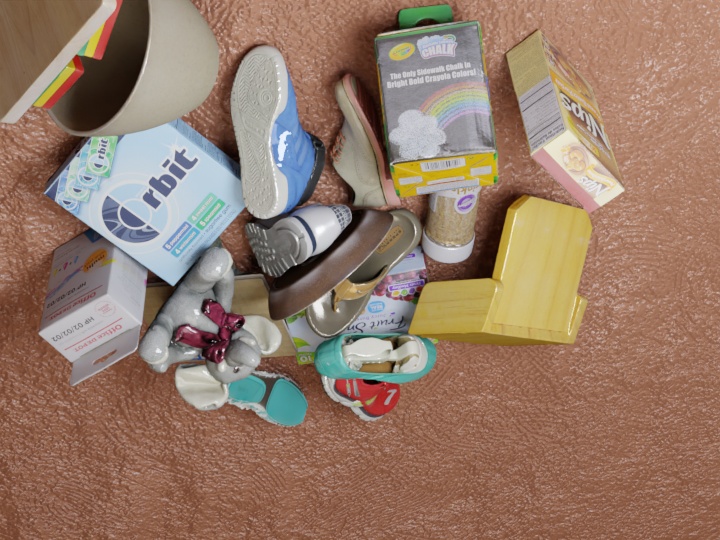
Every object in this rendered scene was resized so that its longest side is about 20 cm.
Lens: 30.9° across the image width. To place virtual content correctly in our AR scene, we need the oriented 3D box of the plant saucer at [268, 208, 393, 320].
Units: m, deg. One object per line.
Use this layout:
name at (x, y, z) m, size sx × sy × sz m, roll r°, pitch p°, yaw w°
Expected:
plant saucer at (-0.045, -0.015, 1.625) m, size 0.199 × 0.201 × 0.032 m, roll -35°, pitch 104°, yaw 24°

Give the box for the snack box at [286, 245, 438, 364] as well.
snack box at (-0.001, 0.049, 1.768) m, size 0.198 × 0.053 × 0.143 m, roll -9°, pitch 133°, yaw 4°

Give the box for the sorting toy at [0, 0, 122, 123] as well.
sorting toy at (-0.327, -0.289, 1.368) m, size 0.198 × 0.201 × 0.069 m, roll -38°, pitch 153°, yaw 32°

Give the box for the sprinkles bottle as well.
sprinkles bottle at (0.119, -0.105, 1.632) m, size 0.067 × 0.069 × 0.201 m, roll 1°, pitch 131°, yaw -5°

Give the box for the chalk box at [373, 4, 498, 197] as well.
chalk box at (0.084, -0.202, 1.486) m, size 0.123 × 0.202 × 0.124 m, roll -7°, pitch 165°, yaw 4°

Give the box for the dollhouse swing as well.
dollhouse swing at (0.187, 0.003, 1.709) m, size 0.181 × 0.178 × 0.199 m, roll -4°, pitch 171°, yaw 44°

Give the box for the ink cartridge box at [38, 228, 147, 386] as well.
ink cartridge box at (-0.333, 0.034, 1.631) m, size 0.114 × 0.201 × 0.068 m, roll -28°, pitch 128°, yaw 19°

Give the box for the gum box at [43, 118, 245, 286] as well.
gum box at (-0.253, -0.102, 1.587) m, size 0.199 × 0.045 × 0.170 m, roll 38°, pitch 110°, yaw -21°

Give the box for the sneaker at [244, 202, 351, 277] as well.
sneaker at (-0.081, -0.044, 1.627) m, size 0.080 × 0.199 × 0.077 m, roll -33°, pitch 104°, yaw -24°

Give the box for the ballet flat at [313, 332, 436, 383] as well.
ballet flat at (0.035, 0.112, 1.707) m, size 0.198 × 0.068 × 0.070 m, roll 0°, pitch 165°, yaw -34°

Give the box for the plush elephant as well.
plush elephant at (-0.185, 0.087, 1.658) m, size 0.154 × 0.165 × 0.200 m, roll 37°, pitch 166°, yaw -8°

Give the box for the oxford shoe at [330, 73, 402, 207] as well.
oxford shoe at (-0.005, -0.148, 1.584) m, size 0.073 × 0.071 × 0.201 m, roll -12°, pitch 131°, yaw 10°

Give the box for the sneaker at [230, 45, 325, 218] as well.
sneaker at (-0.094, -0.170, 1.565) m, size 0.076 × 0.111 × 0.202 m, roll 2°, pitch 102°, yaw 29°

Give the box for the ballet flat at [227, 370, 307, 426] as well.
ballet flat at (-0.149, 0.166, 1.850) m, size 0.071 × 0.072 × 0.200 m, roll -28°, pitch 146°, yaw 19°

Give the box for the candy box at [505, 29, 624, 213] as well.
candy box at (0.232, -0.173, 1.492) m, size 0.055 × 0.201 × 0.115 m, roll -35°, pitch 126°, yaw 24°

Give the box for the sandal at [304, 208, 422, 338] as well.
sandal at (0.000, 0.000, 1.675) m, size 0.080 × 0.054 × 0.200 m, roll 44°, pitch 95°, yaw 0°

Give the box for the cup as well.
cup at (-0.240, -0.238, 1.429) m, size 0.142 × 0.201 × 0.200 m, roll 6°, pitch 138°, yaw -49°

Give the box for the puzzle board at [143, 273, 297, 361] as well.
puzzle board at (-0.198, 0.065, 1.764) m, size 0.198 × 0.018 × 0.151 m, roll -4°, pitch 134°, yaw 19°

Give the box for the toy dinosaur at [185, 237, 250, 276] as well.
toy dinosaur at (-0.213, -0.029, 1.692) m, size 0.087 × 0.048 × 0.201 m, roll -26°, pitch 132°, yaw 9°

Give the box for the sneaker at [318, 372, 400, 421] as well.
sneaker at (0.017, 0.157, 1.808) m, size 0.084 × 0.078 × 0.200 m, roll -20°, pitch 159°, yaw 21°
